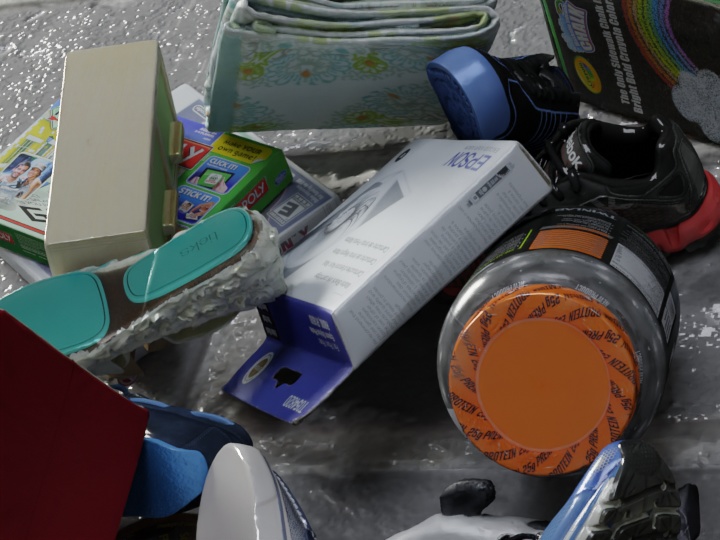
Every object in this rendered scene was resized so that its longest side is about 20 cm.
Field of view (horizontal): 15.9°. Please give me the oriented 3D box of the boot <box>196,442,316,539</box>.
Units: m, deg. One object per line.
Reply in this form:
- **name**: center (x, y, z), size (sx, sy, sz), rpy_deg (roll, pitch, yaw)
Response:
- **boot**: center (-0.025, 0.181, 1.366), size (0.090, 0.073, 0.201), rpy_deg (13, 42, -29)

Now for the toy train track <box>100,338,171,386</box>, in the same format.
- **toy train track**: center (-0.205, 0.053, 1.565), size (0.199, 0.033, 0.115), rpy_deg (-7, 32, -28)

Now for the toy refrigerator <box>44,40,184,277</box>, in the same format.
- **toy refrigerator**: center (-0.150, -0.055, 1.612), size (0.070, 0.076, 0.201), rpy_deg (-8, 39, 4)

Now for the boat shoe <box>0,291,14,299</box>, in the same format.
- **boat shoe**: center (-0.245, 0.079, 1.595), size (0.074, 0.067, 0.201), rpy_deg (2, 45, 25)

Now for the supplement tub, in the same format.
- **supplement tub**: center (0.108, 0.039, 1.388), size (0.122, 0.123, 0.200), rpy_deg (-10, 9, 13)

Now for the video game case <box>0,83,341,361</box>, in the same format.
- **video game case**: center (-0.136, -0.035, 1.712), size (0.182, 0.023, 0.200), rpy_deg (-35, 42, -17)

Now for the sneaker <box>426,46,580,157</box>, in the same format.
- **sneaker**: center (0.093, -0.106, 1.573), size (0.078, 0.200, 0.070), rpy_deg (-34, 79, 0)

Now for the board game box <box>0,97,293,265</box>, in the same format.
- **board game box**: center (-0.160, -0.052, 1.704), size (0.199, 0.029, 0.135), rpy_deg (19, 54, 38)

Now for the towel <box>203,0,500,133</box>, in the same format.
- **towel**: center (-0.009, -0.132, 1.622), size (0.170, 0.200, 0.048), rpy_deg (1, 75, -8)

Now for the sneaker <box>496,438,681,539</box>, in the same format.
- **sneaker**: center (0.083, 0.156, 1.277), size (0.078, 0.201, 0.089), rpy_deg (3, 38, -43)

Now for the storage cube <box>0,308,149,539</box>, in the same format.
- **storage cube**: center (-0.242, 0.121, 1.375), size (0.199, 0.171, 0.181), rpy_deg (6, 71, 28)

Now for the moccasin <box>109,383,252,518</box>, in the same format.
- **moccasin**: center (-0.138, 0.110, 1.505), size (0.068, 0.081, 0.199), rpy_deg (-23, 22, -39)

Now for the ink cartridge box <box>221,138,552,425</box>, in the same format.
- **ink cartridge box**: center (0.000, 0.000, 1.505), size (0.200, 0.041, 0.200), rpy_deg (-43, 13, -10)

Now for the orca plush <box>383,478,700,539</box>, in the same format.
- **orca plush**: center (0.097, 0.150, 1.367), size (0.199, 0.106, 0.071), rpy_deg (-26, -7, 30)

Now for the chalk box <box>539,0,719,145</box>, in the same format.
- **chalk box**: center (0.198, -0.179, 1.655), size (0.199, 0.125, 0.124), rpy_deg (22, 56, 38)

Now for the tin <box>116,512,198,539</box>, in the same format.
- **tin**: center (-0.102, 0.216, 1.405), size (0.111, 0.042, 0.200), rpy_deg (-21, 40, 6)

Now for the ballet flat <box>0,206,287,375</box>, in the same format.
- **ballet flat**: center (-0.132, 0.028, 1.506), size (0.199, 0.072, 0.072), rpy_deg (-21, 39, 12)

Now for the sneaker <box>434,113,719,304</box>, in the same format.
- **sneaker**: center (0.116, -0.042, 1.555), size (0.199, 0.098, 0.071), rpy_deg (-16, 44, 8)
